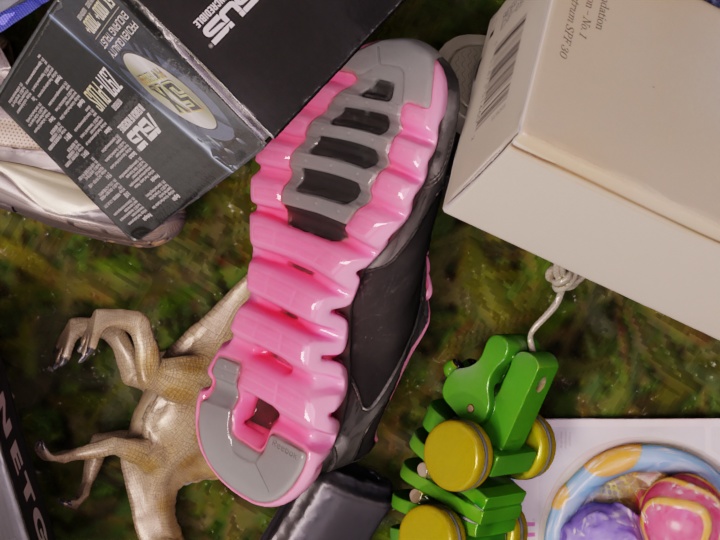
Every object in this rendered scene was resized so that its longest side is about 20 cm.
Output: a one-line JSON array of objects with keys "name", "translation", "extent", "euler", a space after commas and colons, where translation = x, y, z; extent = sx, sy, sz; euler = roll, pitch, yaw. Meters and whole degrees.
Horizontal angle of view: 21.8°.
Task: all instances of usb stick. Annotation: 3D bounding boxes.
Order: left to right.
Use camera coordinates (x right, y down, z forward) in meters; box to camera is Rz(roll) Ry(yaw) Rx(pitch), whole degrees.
[{"name": "usb stick", "translation": [-0.051, 0.172, 0.841], "extent": [0.033, 0.055, 0.201], "euler": [37, 100, 36]}]

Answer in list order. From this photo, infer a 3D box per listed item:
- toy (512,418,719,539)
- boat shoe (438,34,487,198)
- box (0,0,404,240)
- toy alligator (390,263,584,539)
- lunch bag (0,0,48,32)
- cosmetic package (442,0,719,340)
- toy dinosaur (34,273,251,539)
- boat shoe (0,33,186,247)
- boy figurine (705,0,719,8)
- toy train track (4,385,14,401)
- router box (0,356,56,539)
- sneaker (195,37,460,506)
[{"name": "toy", "translation": [0.147, 0.126, 0.838], "extent": [0.199, 0.047, 0.116], "euler": [-1, 98, -2]}, {"name": "boat shoe", "translation": [0.109, -0.034, 0.811], "extent": [0.199, 0.072, 0.068], "euler": [23, 136, -12]}, {"name": "box", "translation": [-0.038, -0.110, 0.692], "extent": [0.086, 0.200, 0.164], "euler": [45, 69, -8]}, {"name": "toy alligator", "translation": [0.050, 0.066, 0.810], "extent": [0.054, 0.059, 0.201], "euler": [26, 107, 37]}, {"name": "lunch bag", "translation": [-0.170, -0.192, 0.677], "extent": [0.124, 0.200, 0.170], "euler": [-35, 81, -4]}, {"name": "cosmetic package", "translation": [0.142, -0.038, 0.743], "extent": [0.199, 0.073, 0.104], "euler": [23, 59, -14]}, {"name": "toy dinosaur", "translation": [-0.081, 0.048, 0.826], "extent": [0.101, 0.058, 0.201], "euler": [22, 97, -21]}, {"name": "boat shoe", "translation": [-0.166, -0.066, 0.793], "extent": [0.199, 0.074, 0.074], "euler": [15, 84, -10]}, {"name": "boy figurine", "translation": [0.229, -0.110, 0.792], "extent": [0.199, 0.064, 0.125], "euler": [18, 99, -5]}, {"name": "toy train track", "translation": [-0.178, 0.103, 0.833], "extent": [0.114, 0.033, 0.200], "euler": [-31, 106, 12]}, {"name": "router box", "translation": [-0.204, 0.128, 0.786], "extent": [0.148, 0.051, 0.201], "euler": [-14, 103, 3]}, {"name": "sneaker", "translation": [0.000, 0.000, 0.777], "extent": [0.079, 0.095, 0.201], "euler": [31, 108, 33]}]
